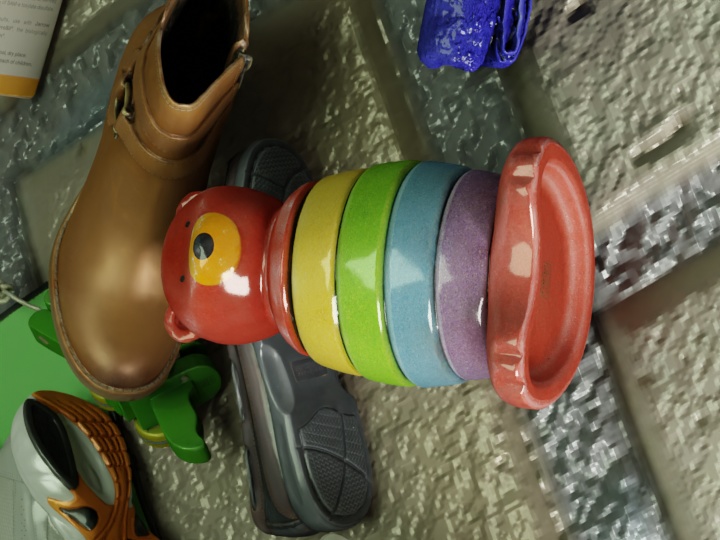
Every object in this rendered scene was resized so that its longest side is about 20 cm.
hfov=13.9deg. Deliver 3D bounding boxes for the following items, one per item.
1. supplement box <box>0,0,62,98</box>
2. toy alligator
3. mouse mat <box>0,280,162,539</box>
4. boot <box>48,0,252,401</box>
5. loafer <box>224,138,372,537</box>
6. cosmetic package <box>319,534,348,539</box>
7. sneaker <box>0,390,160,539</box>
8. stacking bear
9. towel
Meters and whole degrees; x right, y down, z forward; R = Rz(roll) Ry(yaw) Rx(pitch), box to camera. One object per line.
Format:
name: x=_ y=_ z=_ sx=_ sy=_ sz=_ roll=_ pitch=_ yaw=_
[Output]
supplement box: x=-0.215 y=-0.210 z=1.633 sx=0.126 sy=0.073 sz=0.201 roll=27 pitch=104 yaw=37
toy alligator: x=-0.132 y=0.034 z=1.567 sx=0.054 sy=0.059 sz=0.200 roll=-41 pitch=52 yaw=-18
mouse mat: x=-0.182 y=0.124 z=1.629 sx=0.161 sy=0.008 sz=0.201 roll=-33 pitch=67 yaw=34
boot: x=-0.096 y=-0.047 z=1.470 sx=0.155 sy=0.076 sz=0.201 roll=130 pitch=155 yaw=-63
loafer: x=-0.047 y=0.037 z=1.486 sx=0.063 sy=0.072 sz=0.201 roll=-18 pitch=79 yaw=41
cosmetic package: x=0.009 y=0.255 z=1.320 sx=0.200 sy=0.165 sz=0.165 roll=33 pitch=110 yaw=6
sneaker: x=-0.146 y=0.167 z=1.554 sx=0.092 sy=0.075 sz=0.201 roll=-49 pitch=50 yaw=37
stacking bear: x=0.000 y=0.000 z=1.383 sx=0.199 sy=0.114 sz=0.122 roll=3 pitch=85 yaw=20
towel: x=0.067 y=-0.190 z=1.375 sx=0.049 sy=0.148 sz=0.201 roll=11 pitch=95 yaw=1
